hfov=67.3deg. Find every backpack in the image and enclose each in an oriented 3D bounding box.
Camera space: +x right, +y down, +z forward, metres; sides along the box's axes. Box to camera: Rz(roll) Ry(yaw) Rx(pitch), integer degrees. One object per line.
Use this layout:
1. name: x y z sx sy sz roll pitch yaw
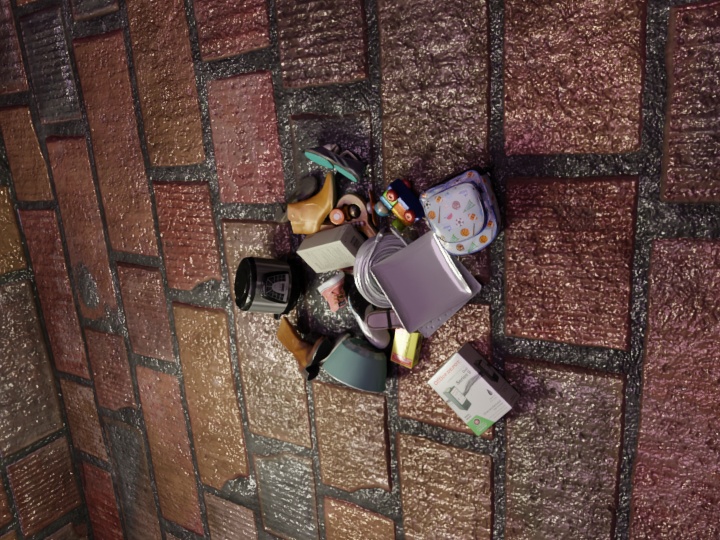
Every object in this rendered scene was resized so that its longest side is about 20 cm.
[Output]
1. backpack: 0.255 -0.138 1.335 0.200 0.154 0.191 -21 103 32

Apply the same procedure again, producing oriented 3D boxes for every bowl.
1. bowl: -0.002 0.270 1.608 0.200 0.201 0.105 23 97 25

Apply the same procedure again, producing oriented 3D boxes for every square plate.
1. square plate: 0.156 0.029 1.394 0.198 0.028 0.200 -31 90 -1

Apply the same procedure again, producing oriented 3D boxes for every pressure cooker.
1. pressure cooker: -0.280 0.047 1.703 0.176 0.199 0.179 -55 40 38

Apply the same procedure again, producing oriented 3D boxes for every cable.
1. cable: 0.075 -0.003 1.467 0.200 0.069 0.200 38 92 -23

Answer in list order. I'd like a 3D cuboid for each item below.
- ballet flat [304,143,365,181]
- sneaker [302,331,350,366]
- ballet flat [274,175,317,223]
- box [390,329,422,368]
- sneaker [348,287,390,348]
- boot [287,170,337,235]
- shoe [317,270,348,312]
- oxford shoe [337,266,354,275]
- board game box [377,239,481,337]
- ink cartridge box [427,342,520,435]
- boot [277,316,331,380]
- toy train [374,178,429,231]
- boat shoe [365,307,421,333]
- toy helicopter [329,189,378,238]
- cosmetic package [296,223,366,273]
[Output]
1. ballet flat: -0.066 -0.316 1.534 0.200 0.073 0.073 30 118 26
2. sneaker: -0.120 0.228 1.723 0.106 0.075 0.200 53 125 9
3. ballet flat: -0.191 -0.213 1.658 0.200 0.046 0.068 -43 49 28
4. box: 0.141 0.175 1.555 0.075 0.050 0.201 20 114 26
5. sneaker: 0.018 0.146 1.618 0.200 0.072 0.073 59 152 12
6. boot: -0.144 -0.196 1.589 0.143 0.071 0.202 5 116 7
7. shoe: -0.068 0.065 1.603 0.091 0.071 0.200 56 162 1
8. oxford shoe: 0.000 0.000 1.583 0.200 0.071 0.075 10 143 45
9. board game box: 0.179 0.037 1.421 0.200 0.026 0.200 -42 90 -1
10. ink cartridge box: 0.305 0.322 1.474 0.200 0.084 0.146 45 123 14
11. boot: -0.182 0.218 1.710 0.200 0.068 0.189 50 142 28
12. toy train: 0.131 -0.139 1.458 0.200 0.085 0.116 48 140 1
13. boat shoe: 0.116 0.128 1.488 0.199 0.068 0.072 4 97 10
14. toy helicopter: 0.018 -0.137 1.540 0.132 0.079 0.200 -39 93 25
15. cosmetic package: -0.080 -0.061 1.566 0.200 0.071 0.105 -9 133 45
